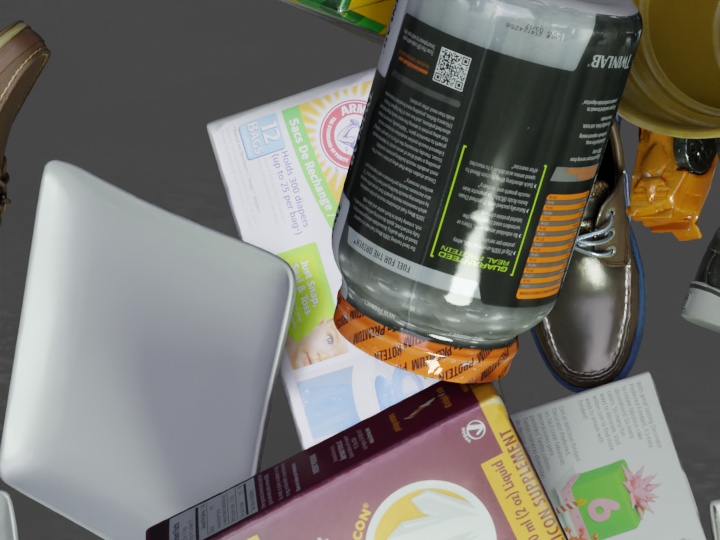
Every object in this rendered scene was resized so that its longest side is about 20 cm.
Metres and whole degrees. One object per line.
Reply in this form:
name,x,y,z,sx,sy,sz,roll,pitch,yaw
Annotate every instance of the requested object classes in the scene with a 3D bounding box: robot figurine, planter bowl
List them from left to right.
robot figurine,0.213,-0.118,1.245,0.144,0.058,0.201,1,70,43
planter bowl,0.210,-0.146,1.161,0.199,0.083,0.202,-17,61,31

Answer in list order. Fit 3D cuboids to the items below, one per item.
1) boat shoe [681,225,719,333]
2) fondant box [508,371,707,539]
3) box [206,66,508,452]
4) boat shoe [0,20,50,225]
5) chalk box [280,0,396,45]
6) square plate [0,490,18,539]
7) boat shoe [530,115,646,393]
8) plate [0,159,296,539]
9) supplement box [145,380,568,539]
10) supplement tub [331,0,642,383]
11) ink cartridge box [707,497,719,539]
boat shoe,0.278,0.033,1.242,0.199,0.071,0.064,23,90,11
fondant box,0.087,0.157,1.243,0.199,0.058,0.145,-18,70,3
box,0.000,0.000,1.267,0.112,0.101,0.201,-19,83,6
boat shoe,-0.233,-0.050,1.323,0.067,0.072,0.201,34,96,4
chalk box,0.010,-0.193,1.248,0.123,0.200,0.125,19,94,-34
square plate,-0.273,0.242,1.313,0.199,0.028,0.200,-12,83,13
boat shoe,0.117,-0.032,1.268,0.072,0.072,0.202,-7,83,10
plate,-0.115,0.059,1.259,0.199,0.032,0.201,23,111,37
supplement box,0.000,0.146,1.162,0.199,0.086,0.111,-27,99,-1
supplement tub,0.057,-0.054,1.133,0.122,0.123,0.201,20,107,9
ink cartridge box,0.283,0.124,1.180,0.198,0.176,0.045,-11,84,6
